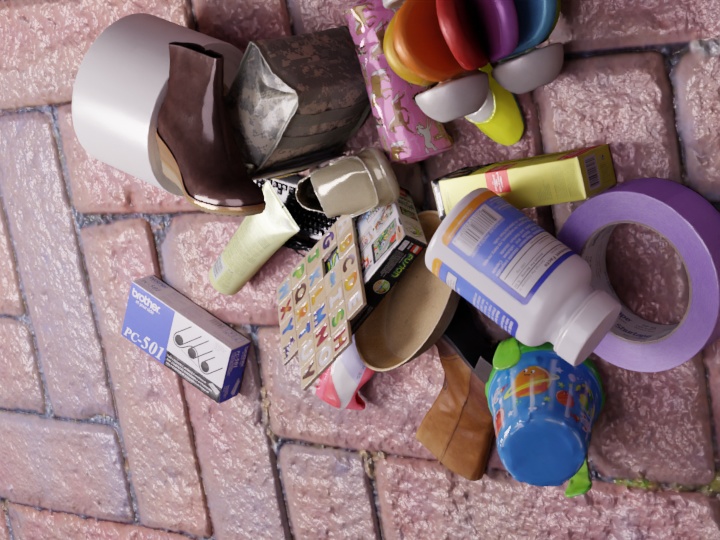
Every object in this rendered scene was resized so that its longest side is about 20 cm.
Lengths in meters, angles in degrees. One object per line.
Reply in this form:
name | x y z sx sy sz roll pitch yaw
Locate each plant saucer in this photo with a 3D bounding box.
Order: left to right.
plant saucer | 0.064 0.029 1.749 0.200 0.035 0.201 -40 38 40

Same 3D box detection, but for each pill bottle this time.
pill bottle | 0.177 0.010 1.594 0.200 0.112 0.112 39 126 17

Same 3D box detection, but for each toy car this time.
toy car | 0.123 -0.264 1.572 0.150 0.199 0.176 173 77 -86

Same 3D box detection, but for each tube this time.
tube | -0.138 -0.035 1.942 0.058 0.052 0.200 24 142 -14

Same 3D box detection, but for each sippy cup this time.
sippy cup | 0.206 0.170 1.672 0.177 0.131 0.140 27 120 -6

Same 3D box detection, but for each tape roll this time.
tape roll | -0.247 -0.211 1.887 0.139 0.202 0.204 24 120 31
tape roll | 0.308 0.005 1.604 0.199 0.065 0.202 14 114 34

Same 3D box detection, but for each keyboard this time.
keyboard | -0.073 -0.063 1.907 0.199 0.040 0.105 20 117 34

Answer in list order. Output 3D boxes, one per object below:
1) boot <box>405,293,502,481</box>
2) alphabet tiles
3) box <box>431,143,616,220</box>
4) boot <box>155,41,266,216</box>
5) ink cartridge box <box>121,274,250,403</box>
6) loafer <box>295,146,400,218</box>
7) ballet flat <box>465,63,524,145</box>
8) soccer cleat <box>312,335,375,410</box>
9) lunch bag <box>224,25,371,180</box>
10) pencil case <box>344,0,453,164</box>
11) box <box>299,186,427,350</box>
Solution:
boot | 0.107 0.137 1.836 0.188 0.068 0.201 35 135 19
alphabet tiles | -0.050 0.043 1.814 0.167 0.008 0.201 -47 34 32
box | 0.181 -0.098 1.665 0.199 0.075 0.050 -6 102 41
boot | -0.173 -0.163 1.711 0.200 0.072 0.168 30 122 43
ink cartridge box | -0.249 0.096 2.104 0.199 0.044 0.095 32 122 27
loafer | -0.018 -0.097 1.776 0.076 0.068 0.200 64 157 -7
ballet flat | 0.112 -0.224 1.678 0.067 0.067 0.201 -31 86 42
soccer cleat | 0.000 0.091 1.898 0.076 0.067 0.201 20 116 -4
lunch bag | -0.086 -0.180 1.790 0.118 0.163 0.200 50 131 20
pencil case | 0.044 -0.224 1.718 0.082 0.087 0.201 -16 96 5
box | 0.000 0.000 1.807 0.200 0.035 0.110 -51 31 27
